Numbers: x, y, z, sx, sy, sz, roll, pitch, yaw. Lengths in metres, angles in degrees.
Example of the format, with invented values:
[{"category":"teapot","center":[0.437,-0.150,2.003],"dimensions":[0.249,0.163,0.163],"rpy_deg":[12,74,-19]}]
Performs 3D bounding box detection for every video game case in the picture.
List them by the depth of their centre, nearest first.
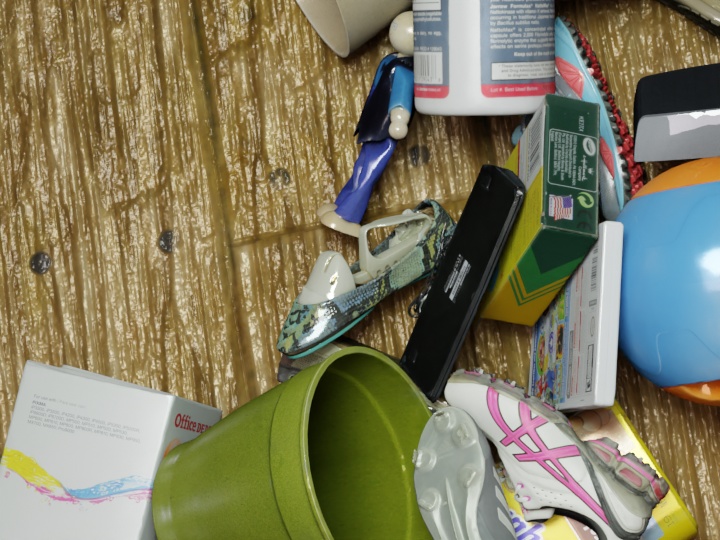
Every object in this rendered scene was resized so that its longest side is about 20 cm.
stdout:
[{"category":"video game case","center":[0.174,0.044,1.477],"dimensions":[0.018,0.200,0.144],"rpy_deg":[5,83,-9]}]

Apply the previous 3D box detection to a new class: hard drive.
[{"category":"hard drive","center":[0.327,-0.138,1.507],"dimensions":[0.199,0.135,0.042],"rpy_deg":[-5,115,11]}]

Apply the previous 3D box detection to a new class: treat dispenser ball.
[{"category":"treat dispenser ball","center":[0.292,0.009,1.453],"dimensions":[0.200,0.201,0.201],"rpy_deg":[-2,80,12]}]

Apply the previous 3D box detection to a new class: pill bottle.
[{"category":"pill bottle","center":[0.103,-0.232,1.501],"dimensions":[0.119,0.120,0.201],"rpy_deg":[1,98,13]}]

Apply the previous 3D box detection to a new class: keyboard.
[{"category":"keyboard","center":[0.092,0.006,1.504],"dimensions":[0.040,0.104,0.200],"rpy_deg":[15,109,-26]}]

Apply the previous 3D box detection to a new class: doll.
[{"category":"doll","center":[0.020,-0.130,1.579],"dimensions":[0.048,0.136,0.200],"rpy_deg":[20,99,-10]}]

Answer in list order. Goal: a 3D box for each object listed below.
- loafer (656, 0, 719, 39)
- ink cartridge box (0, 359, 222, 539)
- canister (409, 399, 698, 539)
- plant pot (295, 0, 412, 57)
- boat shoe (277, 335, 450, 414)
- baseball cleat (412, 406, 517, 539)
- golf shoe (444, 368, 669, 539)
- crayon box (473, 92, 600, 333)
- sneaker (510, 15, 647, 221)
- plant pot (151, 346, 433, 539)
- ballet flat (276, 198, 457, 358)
[{"category":"loafer","center":[0.296,-0.252,1.561],"dimensions":[0.200,0.076,0.068],"rpy_deg":[32,95,16]},{"category":"ink cartridge box","center":[-0.226,0.193,1.567],"dimensions":[0.144,0.145,0.200],"rpy_deg":[11,83,14]},{"category":"canister","center":[0.163,0.213,1.508],"dimensions":[0.200,0.087,0.149],"rpy_deg":[-34,74,4]},{"category":"plant pot","center":[0.028,-0.318,1.596],"dimensions":[0.200,0.187,0.188],"rpy_deg":[-30,75,-9]},{"category":"boat shoe","center":[0.018,0.109,1.570],"dimensions":[0.201,0.072,0.066],"rpy_deg":[25,100,19]},{"category":"baseball cleat","center":[0.097,0.210,1.433],"dimensions":[0.070,0.106,0.200],"rpy_deg":[-21,62,26]},{"category":"golf shoe","center":[0.143,0.152,1.445],"dimensions":[0.200,0.073,0.092],"rpy_deg":[32,85,20]},{"category":"crayon box","center":[0.144,-0.040,1.499],"dimensions":[0.051,0.200,0.127],"rpy_deg":[10,62,-10]},{"category":"sneaker","center":[0.183,-0.117,1.574],"dimensions":[0.095,0.079,0.200],"rpy_deg":[-27,68,19]},{"category":"plant pot","center":[-0.059,0.181,1.461],"dimensions":[0.193,0.200,0.201],"rpy_deg":[-18,76,32]},{"category":"ballet flat","center":[0.000,0.000,1.557],"dimensions":[0.200,0.074,0.074],"rpy_deg":[-33,73,-25]}]
